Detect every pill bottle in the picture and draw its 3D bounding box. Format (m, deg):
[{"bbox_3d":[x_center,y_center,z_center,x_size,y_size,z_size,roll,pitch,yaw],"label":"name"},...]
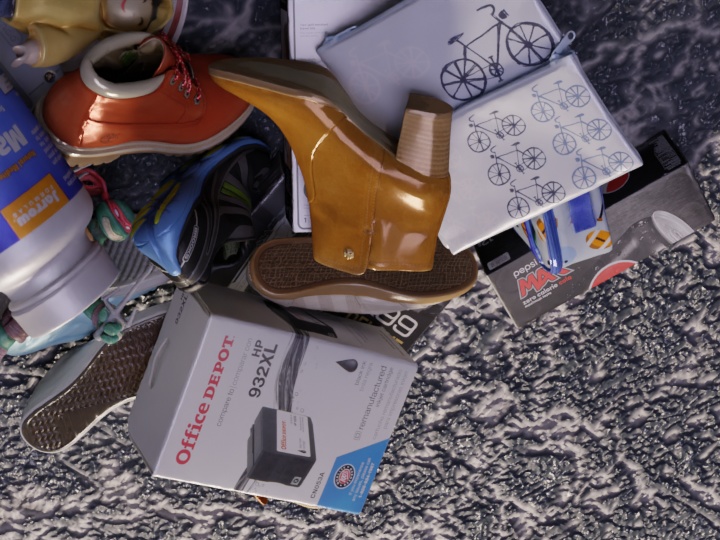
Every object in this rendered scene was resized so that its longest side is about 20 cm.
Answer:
[{"bbox_3d":[-0.262,-0.055,1.112,0.111,0.112,0.201,-32,105,9],"label":"pill bottle"}]

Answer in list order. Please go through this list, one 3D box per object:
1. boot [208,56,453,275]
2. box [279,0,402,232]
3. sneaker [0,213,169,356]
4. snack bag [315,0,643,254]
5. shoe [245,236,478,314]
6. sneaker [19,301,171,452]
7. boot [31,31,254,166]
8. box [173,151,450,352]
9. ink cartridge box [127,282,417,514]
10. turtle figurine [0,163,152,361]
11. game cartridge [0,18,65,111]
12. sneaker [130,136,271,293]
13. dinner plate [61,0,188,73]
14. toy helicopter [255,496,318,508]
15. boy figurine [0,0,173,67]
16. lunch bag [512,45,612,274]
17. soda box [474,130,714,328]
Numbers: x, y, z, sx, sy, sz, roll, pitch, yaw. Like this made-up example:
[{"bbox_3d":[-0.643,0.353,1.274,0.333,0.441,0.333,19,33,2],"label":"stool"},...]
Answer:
[{"bbox_3d":[-0.029,-0.075,1.181,0.199,0.071,0.146,15,116,8],"label":"boot"},{"bbox_3d":[-0.004,-0.137,1.237,0.115,0.060,0.203,-4,103,-8],"label":"box"},{"bbox_3d":[-0.229,0.014,1.323,0.198,0.075,0.082,-19,151,-4],"label":"sneaker"},{"bbox_3d":[0.086,-0.125,1.159,0.187,0.021,0.201,-24,108,35],"label":"snack bag"},{"bbox_3d":[0.000,0.000,1.297,0.197,0.071,0.053,1,161,-14],"label":"shoe"},{"bbox_3d":[-0.210,0.073,1.335,0.199,0.085,0.073,-31,116,14],"label":"sneaker"},{"bbox_3d":[-0.145,-0.140,1.179,0.199,0.076,0.107,-19,162,-41],"label":"boot"},{"bbox_3d":[-0.039,0.015,1.354,0.199,0.050,0.158,33,109,-24],"label":"box"},{"bbox_3d":[-0.073,0.106,1.288,0.198,0.084,0.147,15,104,-28],"label":"ink cartridge box"},{"bbox_3d":[-0.240,-0.005,1.229,0.199,0.101,0.150,-36,103,-4],"label":"turtle figurine"},{"bbox_3d":[-0.307,-0.162,1.163,0.133,0.040,0.201,-40,117,-8],"label":"game cartridge"},{"bbox_3d":[-0.118,-0.044,1.229,0.070,0.200,0.083,-23,109,26],"label":"sneaker"},{"bbox_3d":[-0.232,-0.221,1.202,0.197,0.024,0.202,-4,120,-7],"label":"dinner plate"},{"bbox_3d":[-0.087,0.144,1.420,0.132,0.079,0.200,-38,108,23],"label":"toy helicopter"},{"bbox_3d":[-0.229,-0.204,1.140,0.198,0.064,0.126,17,72,-34],"label":"boy figurine"},{"bbox_3d":[0.141,-0.107,1.250,0.075,0.161,0.202,-20,121,-3],"label":"lunch bag"},{"bbox_3d":[0.203,-0.035,1.360,0.199,0.064,0.071,-29,120,8],"label":"soda box"}]
